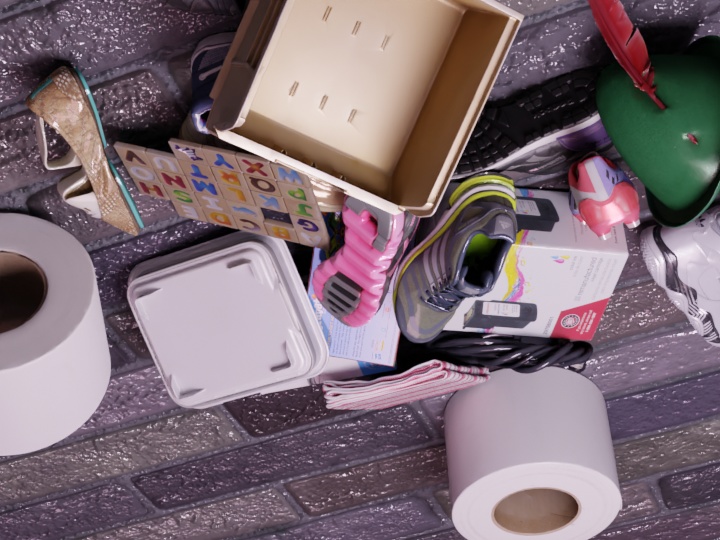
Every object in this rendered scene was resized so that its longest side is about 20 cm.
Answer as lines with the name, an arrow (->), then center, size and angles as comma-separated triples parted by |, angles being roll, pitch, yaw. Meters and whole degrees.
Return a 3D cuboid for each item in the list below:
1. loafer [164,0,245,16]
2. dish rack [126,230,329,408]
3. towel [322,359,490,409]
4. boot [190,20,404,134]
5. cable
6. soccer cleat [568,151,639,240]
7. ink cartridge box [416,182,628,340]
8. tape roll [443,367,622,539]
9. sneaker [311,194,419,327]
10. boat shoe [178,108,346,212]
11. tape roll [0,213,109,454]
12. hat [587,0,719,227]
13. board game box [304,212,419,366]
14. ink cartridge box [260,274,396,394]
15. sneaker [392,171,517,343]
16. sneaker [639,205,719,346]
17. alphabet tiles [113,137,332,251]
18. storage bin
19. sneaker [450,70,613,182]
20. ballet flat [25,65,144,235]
loafer -> -0.152, -0.281, 1.187 | 0.072, 0.073, 0.201 | -6, 139, 11
dish rack -> -0.146, 0.057, 1.525 | 0.199, 0.044, 0.173 | -17, 102, 25
towel -> 0.055, 0.126, 1.647 | 0.145, 0.030, 0.200 | -15, 170, 18
boot -> -0.054, -0.170, 1.305 | 0.198, 0.091, 0.073 | -10, 139, 8
cable -> 0.150, 0.088, 1.593 | 0.198, 0.051, 0.163 | 8, -176, 7
soccer cleat -> 0.224, -0.081, 1.387 | 0.066, 0.200, 0.077 | -21, 99, 8
ink cartridge box -> 0.156, -0.007, 1.514 | 0.198, 0.083, 0.146 | 4, 139, -8
tape roll -> 0.201, 0.227, 1.750 | 0.201, 0.140, 0.204 | -1, 140, -1
sneaker -> 0.017, -0.024, 1.429 | 0.079, 0.095, 0.201 | 39, 140, 11
boat shoe -> -0.069, -0.113, 1.387 | 0.199, 0.072, 0.065 | 16, 137, -19
tape roll -> -0.356, 0.063, 1.466 | 0.201, 0.204, 0.140 | -1, 141, -2
hat -> 0.218, -0.151, 1.295 | 0.175, 0.202, 0.166 | 12, 154, -17
board game box -> 0.000, 0.000, 1.494 | 0.102, 0.019, 0.201 | 9, 116, -1
ink cartridge box -> -0.070, 0.069, 1.602 | 0.198, 0.068, 0.116 | -11, 139, 10
sneaker -> 0.088, 0.002, 1.396 | 0.073, 0.081, 0.201 | 14, 129, -18
sneaker -> 0.387, 0.005, 1.547 | 0.114, 0.076, 0.200 | -26, 131, 29
alphabet tiles -> -0.132, -0.077, 1.401 | 0.198, 0.008, 0.167 | 13, 158, 14
storage bin -> -0.002, -0.168, 1.235 | 0.199, 0.094, 0.200 | 22, 95, -27
sneaker -> 0.151, -0.112, 1.402 | 0.199, 0.076, 0.088 | -17, 144, 16
ballet flat -> -0.263, -0.103, 1.385 | 0.065, 0.071, 0.201 | -27, 132, -11
